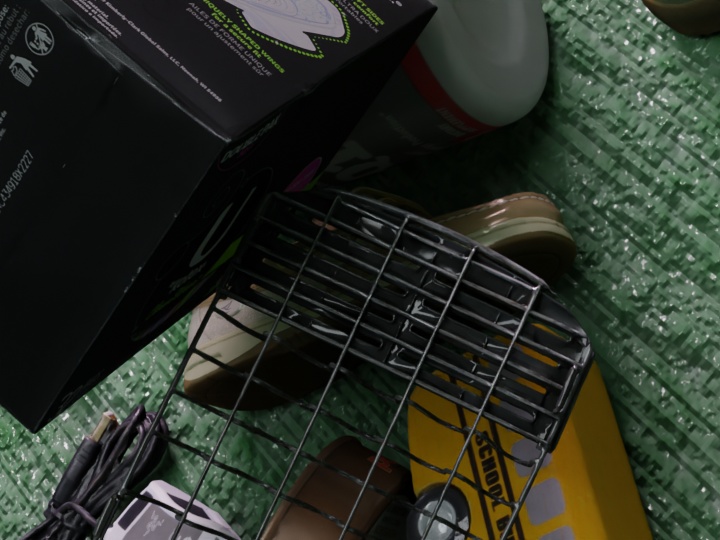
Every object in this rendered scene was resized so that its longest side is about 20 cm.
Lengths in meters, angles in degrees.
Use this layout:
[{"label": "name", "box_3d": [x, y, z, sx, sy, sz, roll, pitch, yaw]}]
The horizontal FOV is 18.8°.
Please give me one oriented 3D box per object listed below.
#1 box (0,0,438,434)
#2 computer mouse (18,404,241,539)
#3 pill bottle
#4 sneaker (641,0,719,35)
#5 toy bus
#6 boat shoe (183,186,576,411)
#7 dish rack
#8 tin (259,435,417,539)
[{"label": "box", "box_3d": [-0.086, -0.061, 0.817, 0.124, 0.200, 0.149, 40, 120, 6]}, {"label": "computer mouse", "box_3d": [-0.089, 0.133, 0.944, 0.110, 0.044, 0.200, -55, 32, -3]}, {"label": "pill bottle", "box_3d": [-0.027, -0.091, 0.965, 0.199, 0.114, 0.115, -19, 59, 32]}, {"label": "sneaker", "box_3d": [0.124, -0.205, 0.912, 0.067, 0.090, 0.202, -11, 64, 34]}, {"label": "toy bus", "box_3d": [0.073, 0.127, 0.817, 0.078, 0.065, 0.201, -30, 53, 23]}, {"label": "boat shoe", "box_3d": [0.000, 0.000, 0.928, 0.199, 0.074, 0.067, -22, 63, 30]}, {"label": "dish rack", "box_3d": [-0.010, 0.077, 0.782, 0.152, 0.055, 0.201, 25, 84, 10]}, {"label": "tin", "box_3d": [-0.034, 0.163, 0.854, 0.042, 0.112, 0.201, 25, 87, 20]}]
